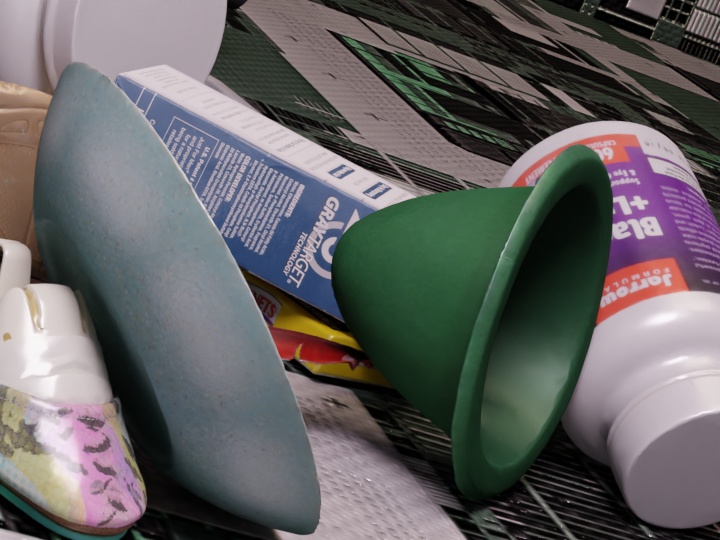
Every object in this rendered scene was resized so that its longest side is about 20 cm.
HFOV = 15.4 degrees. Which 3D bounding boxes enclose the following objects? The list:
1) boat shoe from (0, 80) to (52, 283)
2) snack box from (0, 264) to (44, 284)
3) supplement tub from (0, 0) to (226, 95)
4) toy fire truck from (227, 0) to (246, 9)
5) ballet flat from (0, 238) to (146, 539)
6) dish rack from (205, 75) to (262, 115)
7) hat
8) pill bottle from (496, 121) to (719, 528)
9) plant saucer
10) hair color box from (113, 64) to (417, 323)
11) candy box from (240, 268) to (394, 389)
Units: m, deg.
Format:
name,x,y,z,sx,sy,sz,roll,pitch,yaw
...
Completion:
name,x,y,z,sx,sy,sz,roll,pitch,yaw
boat shoe,-0.168,-0.046,1.114,0.200,0.072,0.065,25,-11,-25
snack box,-0.177,-0.019,1.155,0.200,0.024,0.072,16,51,-27
supplement tub,-0.186,-0.153,1.433,0.200,0.145,0.145,18,7,34
toy fire truck,-0.177,-0.256,2.016,0.129,0.176,0.200,16,-28,-27
ballet flat,-0.137,0.027,1.006,0.069,0.071,0.200,11,17,-38
dish rack,-0.133,-0.095,1.593,0.172,0.044,0.200,15,15,-31
hat,0.000,0.000,1.196,0.176,0.166,0.200,17,-4,20
pill bottle,0.140,0.028,1.320,0.111,0.111,0.200,16,36,-30
plant saucer,-0.081,0.019,1.006,0.039,0.201,0.201,-28,33,-15
hair color box,-0.034,-0.029,1.313,0.200,0.061,0.100,28,11,5
candy box,-0.040,0.007,1.369,0.102,0.026,0.200,16,14,-44
